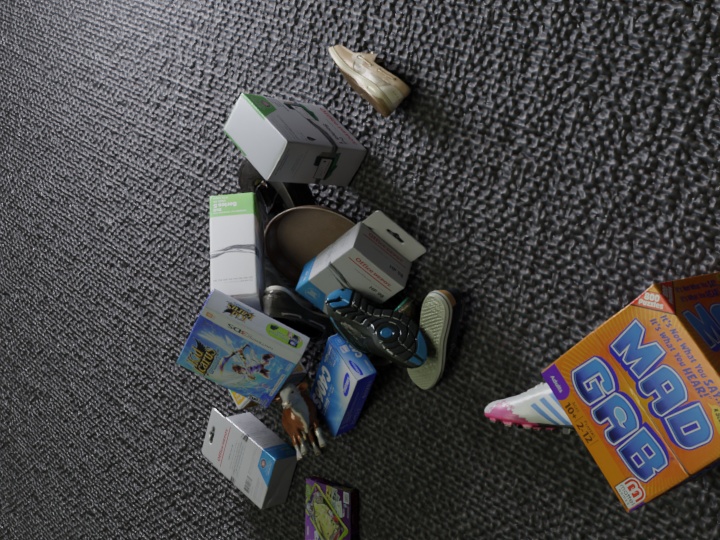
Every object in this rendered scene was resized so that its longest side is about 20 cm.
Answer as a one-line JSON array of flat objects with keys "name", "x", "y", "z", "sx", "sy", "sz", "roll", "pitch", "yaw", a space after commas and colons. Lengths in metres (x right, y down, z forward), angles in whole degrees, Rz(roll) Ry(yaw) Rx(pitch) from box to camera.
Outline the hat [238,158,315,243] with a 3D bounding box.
[{"name": "hat", "x": -0.134, "y": -0.128, "z": 1.771, "sx": 0.201, "sy": 0.081, "sz": 0.201, "roll": 39, "pitch": 146, "yaw": 33}]

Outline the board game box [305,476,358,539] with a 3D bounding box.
[{"name": "board game box", "x": -0.054, "y": 0.488, "z": 1.793, "sx": 0.120, "sy": 0.032, "sz": 0.200, "roll": 5, "pitch": 96, "yaw": 40}]

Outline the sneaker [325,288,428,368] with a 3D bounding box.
[{"name": "sneaker", "x": 0.029, "y": 0.103, "z": 1.571, "sx": 0.200, "sy": 0.073, "sz": 0.082, "roll": 34, "pitch": 146, "yaw": 31}]

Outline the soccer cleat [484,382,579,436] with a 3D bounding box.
[{"name": "soccer cleat", "x": 0.274, "y": 0.194, "z": 1.433, "sx": 0.200, "sy": 0.070, "sz": 0.087, "roll": 0, "pitch": 78, "yaw": 42}]

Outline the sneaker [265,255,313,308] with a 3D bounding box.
[{"name": "sneaker", "x": -0.141, "y": 0.025, "z": 1.818, "sx": 0.200, "sy": 0.075, "sz": 0.082, "roll": 40, "pitch": 129, "yaw": 46}]

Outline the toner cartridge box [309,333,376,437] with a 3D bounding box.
[{"name": "toner cartridge box", "x": -0.033, "y": 0.197, "z": 1.687, "sx": 0.095, "sy": 0.043, "sz": 0.200, "roll": 54, "pitch": 149, "yaw": 25}]

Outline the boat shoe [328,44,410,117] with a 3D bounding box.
[{"name": "boat shoe", "x": 0.015, "y": -0.328, "z": 1.637, "sx": 0.064, "sy": 0.071, "sz": 0.200, "roll": -40, "pitch": 52, "yaw": 0}]

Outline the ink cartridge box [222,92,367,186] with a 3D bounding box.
[{"name": "ink cartridge box", "x": -0.109, "y": -0.220, "z": 1.667, "sx": 0.146, "sy": 0.200, "sz": 0.084, "roll": 48, "pitch": 121, "yaw": 29}]

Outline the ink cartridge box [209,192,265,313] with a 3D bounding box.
[{"name": "ink cartridge box", "x": -0.214, "y": -0.013, "z": 1.720, "sx": 0.146, "sy": 0.084, "sz": 0.200, "roll": 87, "pitch": 179, "yaw": -64}]

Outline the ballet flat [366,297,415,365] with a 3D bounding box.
[{"name": "ballet flat", "x": 0.047, "y": 0.115, "z": 1.648, "sx": 0.075, "sy": 0.068, "sz": 0.200, "roll": 52, "pitch": 135, "yaw": 1}]

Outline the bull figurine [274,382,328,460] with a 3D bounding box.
[{"name": "bull figurine", "x": -0.106, "y": 0.270, "z": 1.750, "sx": 0.200, "sy": 0.065, "sz": 0.122, "roll": 99, "pitch": 152, "yaw": -73}]

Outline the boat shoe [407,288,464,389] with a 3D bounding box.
[{"name": "boat shoe", "x": 0.123, "y": 0.110, "z": 1.568, "sx": 0.075, "sy": 0.062, "sz": 0.200, "roll": 36, "pitch": 132, "yaw": 31}]

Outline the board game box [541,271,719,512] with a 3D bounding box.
[{"name": "board game box", "x": 0.394, "y": 0.145, "z": 1.209, "sx": 0.200, "sy": 0.200, "sz": 0.200, "roll": -47, "pitch": 63, "yaw": 37}]

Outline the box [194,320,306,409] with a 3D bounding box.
[{"name": "box", "x": -0.209, "y": 0.149, "z": 1.853, "sx": 0.101, "sy": 0.112, "sz": 0.200, "roll": -47, "pitch": 63, "yaw": 33}]

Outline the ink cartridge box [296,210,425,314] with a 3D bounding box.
[{"name": "ink cartridge box", "x": 0.000, "y": 0.000, "z": 1.621, "sx": 0.116, "sy": 0.067, "sz": 0.200, "roll": 38, "pitch": 132, "yaw": -18}]

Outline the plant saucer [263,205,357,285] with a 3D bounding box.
[{"name": "plant saucer", "x": -0.067, "y": -0.041, "z": 1.685, "sx": 0.200, "sy": 0.200, "sz": 0.035, "roll": -35, "pitch": 25, "yaw": 40}]

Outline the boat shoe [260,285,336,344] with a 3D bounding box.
[{"name": "boat shoe", "x": -0.101, "y": 0.095, "z": 1.686, "sx": 0.067, "sy": 0.200, "sz": 0.057, "roll": -17, "pitch": 53, "yaw": 34}]

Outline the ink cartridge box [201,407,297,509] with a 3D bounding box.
[{"name": "ink cartridge box", "x": -0.218, "y": 0.358, "z": 1.912, "sx": 0.200, "sy": 0.067, "sz": 0.116, "roll": 33, "pitch": 116, "yaw": 37}]

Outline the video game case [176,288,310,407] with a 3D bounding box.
[{"name": "video game case", "x": -0.203, "y": 0.137, "z": 1.662, "sx": 0.181, "sy": 0.045, "sz": 0.200, "roll": 28, "pitch": 139, "yaw": -5}]
